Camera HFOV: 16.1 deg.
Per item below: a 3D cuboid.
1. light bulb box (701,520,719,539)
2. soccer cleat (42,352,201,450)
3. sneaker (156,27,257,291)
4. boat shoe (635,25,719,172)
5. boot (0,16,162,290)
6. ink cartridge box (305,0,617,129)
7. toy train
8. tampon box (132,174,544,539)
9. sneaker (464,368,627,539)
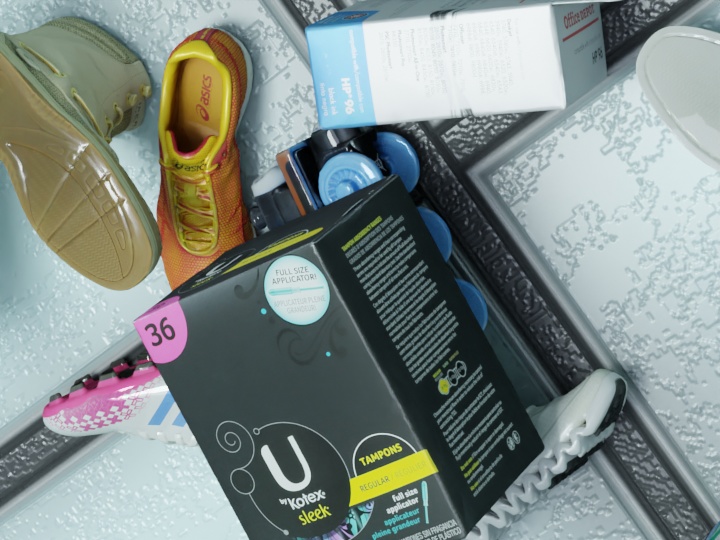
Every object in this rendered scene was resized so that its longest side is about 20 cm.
[{"bbox_3d":[0.281,0.242,1.554,0.200,0.198,0.125,41,110,6],"label":"light bulb box"},{"bbox_3d":[-0.122,0.095,1.720,0.199,0.070,0.087,-18,97,21],"label":"soccer cleat"},{"bbox_3d":[-0.110,-0.058,1.676,0.073,0.077,0.201,2,106,16],"label":"sneaker"},{"bbox_3d":[0.256,-0.079,1.557,0.200,0.060,0.074,31,92,8],"label":"boat shoe"},{"bbox_3d":[-0.173,-0.082,1.645,0.200,0.155,0.073,48,114,9],"label":"boot"},{"bbox_3d":[0.080,-0.136,1.570,0.199,0.116,0.068,-4,103,20],"label":"ink cartridge box"},{"bbox_3d":[0.000,0.000,1.650,0.114,0.087,0.201,-23,96,28],"label":"toy train"},{"bbox_3d":[-0.012,0.071,1.561,0.150,0.126,0.200,-24,99,33],"label":"tampon box"},{"bbox_3d":[0.090,0.124,1.661,0.200,0.075,0.081,-44,79,22],"label":"sneaker"}]
